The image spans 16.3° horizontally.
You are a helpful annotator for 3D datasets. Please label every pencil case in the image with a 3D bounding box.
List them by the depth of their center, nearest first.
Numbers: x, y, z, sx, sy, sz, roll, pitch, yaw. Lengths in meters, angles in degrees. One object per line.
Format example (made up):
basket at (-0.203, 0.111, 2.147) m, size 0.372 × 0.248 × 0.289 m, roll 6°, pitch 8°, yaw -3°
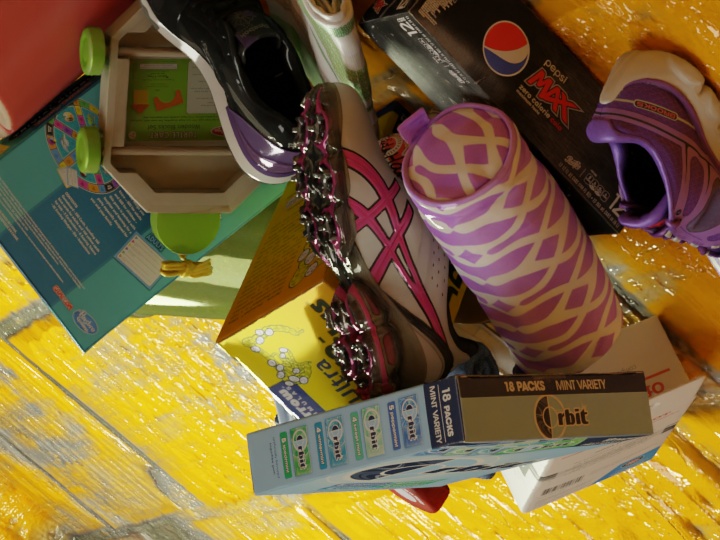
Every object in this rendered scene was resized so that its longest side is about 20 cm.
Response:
pencil case at (0.095, -0.016, 1.547) m, size 0.086 × 0.084 × 0.200 m, roll 48°, pitch 173°, yaw 45°

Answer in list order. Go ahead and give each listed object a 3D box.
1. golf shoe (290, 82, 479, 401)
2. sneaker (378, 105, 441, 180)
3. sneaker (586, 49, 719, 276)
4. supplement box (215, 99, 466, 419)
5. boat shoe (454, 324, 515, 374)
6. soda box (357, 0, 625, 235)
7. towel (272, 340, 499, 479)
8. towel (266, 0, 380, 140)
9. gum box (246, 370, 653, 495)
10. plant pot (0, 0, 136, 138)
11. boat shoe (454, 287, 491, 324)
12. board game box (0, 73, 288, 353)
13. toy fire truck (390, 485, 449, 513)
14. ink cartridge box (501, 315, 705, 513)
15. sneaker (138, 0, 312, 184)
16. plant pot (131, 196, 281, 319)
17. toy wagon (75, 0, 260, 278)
golf shoe at (0.014, -0.024, 1.574) m, size 0.073 × 0.091 × 0.202 m, roll 7°, pitch 112°, yaw 68°
sneaker at (0.086, -0.060, 1.661) m, size 0.201 × 0.108 × 0.068 m, roll 15°, pitch -133°, yaw -53°
sneaker at (0.192, -0.042, 1.499) m, size 0.080 × 0.084 × 0.200 m, roll 11°, pitch 149°, yaw 52°
supplement box at (0.000, 0.000, 1.716) m, size 0.109 × 0.201 × 0.109 m, roll -31°, pitch 115°, yaw 37°
boat shoe at (0.081, 0.064, 1.950) m, size 0.199 × 0.070 × 0.071 m, roll 37°, pitch 161°, yaw 3°
soda box at (0.095, -0.109, 1.545) m, size 0.200 × 0.063 × 0.071 m, roll 45°, pitch 160°, yaw -20°
towel at (0.017, 0.084, 1.818) m, size 0.199 × 0.048 × 0.112 m, roll 10°, pitch 125°, yaw 36°
towel at (-0.034, -0.158, 1.615) m, size 0.200 × 0.031 × 0.150 m, roll 77°, pitch 167°, yaw -61°
gum box at (0.055, 0.104, 1.588) m, size 0.169 × 0.045 × 0.199 m, roll 2°, pitch 165°, yaw -43°
plant pot at (-0.246, -0.203, 1.758) m, size 0.200 × 0.178 × 0.201 m, roll 32°, pitch 160°, yaw 13°
boat shoe at (0.067, -0.002, 1.848) m, size 0.070 × 0.071 × 0.199 m, roll 4°, pitch -173°, yaw -36°
board game box at (-0.167, -0.064, 1.788) m, size 0.151 × 0.200 × 0.047 m, roll 54°, pitch 173°, yaw -20°
toy fire truck at (0.027, 0.099, 2.034) m, size 0.199 × 0.112 × 0.168 m, roll 32°, pitch 167°, yaw 12°
ink cartridge box at (0.166, 0.098, 1.793) m, size 0.200 × 0.115 × 0.068 m, roll 105°, pitch 141°, yaw -69°
sneaker at (-0.080, -0.161, 1.661) m, size 0.201 × 0.075 × 0.088 m, roll 58°, pitch 160°, yaw 7°
plant pot at (-0.110, -0.037, 1.925) m, size 0.189 × 0.201 × 0.200 m, roll 13°, pitch 152°, yaw 24°
toy wagon at (-0.121, -0.095, 1.746) m, size 0.154 × 0.202 × 0.040 m, roll -1°, pitch -165°, yaw -20°
